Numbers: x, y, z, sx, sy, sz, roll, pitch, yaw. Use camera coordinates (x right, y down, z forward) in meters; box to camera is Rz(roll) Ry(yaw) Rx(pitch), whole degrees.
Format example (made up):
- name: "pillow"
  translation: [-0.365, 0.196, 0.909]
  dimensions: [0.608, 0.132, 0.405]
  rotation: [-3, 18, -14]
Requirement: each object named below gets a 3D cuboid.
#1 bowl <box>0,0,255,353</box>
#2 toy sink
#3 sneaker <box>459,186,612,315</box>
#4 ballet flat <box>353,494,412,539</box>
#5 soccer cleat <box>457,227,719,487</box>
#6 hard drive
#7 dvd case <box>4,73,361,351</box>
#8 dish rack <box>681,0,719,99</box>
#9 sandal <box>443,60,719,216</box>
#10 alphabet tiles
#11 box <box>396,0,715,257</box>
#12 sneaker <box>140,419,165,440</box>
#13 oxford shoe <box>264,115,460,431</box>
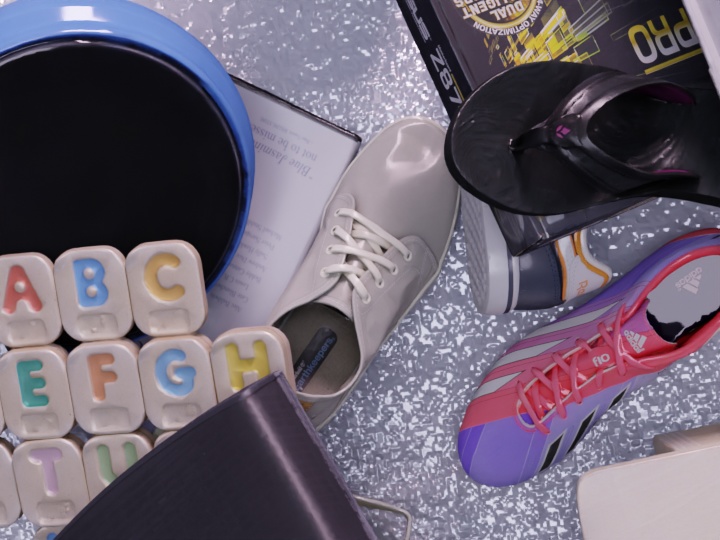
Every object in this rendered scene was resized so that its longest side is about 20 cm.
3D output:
- name: "bowl"
  translation: [-0.151, -0.045, 0.927]
  dimensions: [0.199, 0.039, 0.202]
  rotation: [-7, 119, -13]
- name: "toy sink"
  translation: [0.216, 0.146, 0.923]
  dimensions: [0.198, 0.112, 0.132]
  rotation: [-13, 89, 2]
- name: "sneaker"
  translation: [0.091, -0.078, 0.952]
  dimensions: [0.079, 0.078, 0.202]
  rotation: [-5, 83, -7]
- name: "ballet flat"
  translation: [0.026, 0.171, 0.973]
  dimensions: [0.199, 0.069, 0.070]
  rotation: [28, 94, 7]
- name: "soccer cleat"
  translation: [0.132, 0.047, 0.948]
  dimensions: [0.199, 0.076, 0.067]
  rotation: [-37, 87, 6]
- name: "hard drive"
  translation: [-0.090, 0.156, 0.871]
  dimensions: [0.200, 0.042, 0.135]
  rotation: [-41, 64, 19]
- name: "dvd case"
  translation: [-0.103, -0.015, 1.004]
  dimensions: [0.142, 0.018, 0.201]
  rotation: [25, 94, 5]
- name: "dish rack"
  translation: [0.222, -0.158, 0.886]
  dimensions: [0.043, 0.171, 0.202]
  rotation: [-31, 76, 46]
- name: "sandal"
  translation: [0.137, -0.067, 0.845]
  dimensions: [0.198, 0.048, 0.076]
  rotation: [-1, 79, -17]
- name: "alphabet tiles"
  translation: [-0.128, 0.085, 0.918]
  dimensions: [0.198, 0.015, 0.198]
  rotation: [-4, 102, 12]
- name: "box"
  translation: [0.135, -0.117, 0.907]
  dimensions: [0.199, 0.049, 0.162]
  rotation: [-21, 85, -19]
- name: "sneaker"
  translation: [-0.139, 0.139, 0.980]
  dimensions: [0.090, 0.067, 0.201]
  rotation: [37, 101, 3]
- name: "oxford shoe"
  translation: [0.000, 0.000, 0.951]
  dimensions: [0.075, 0.058, 0.201]
  rotation: [28, 72, 7]
